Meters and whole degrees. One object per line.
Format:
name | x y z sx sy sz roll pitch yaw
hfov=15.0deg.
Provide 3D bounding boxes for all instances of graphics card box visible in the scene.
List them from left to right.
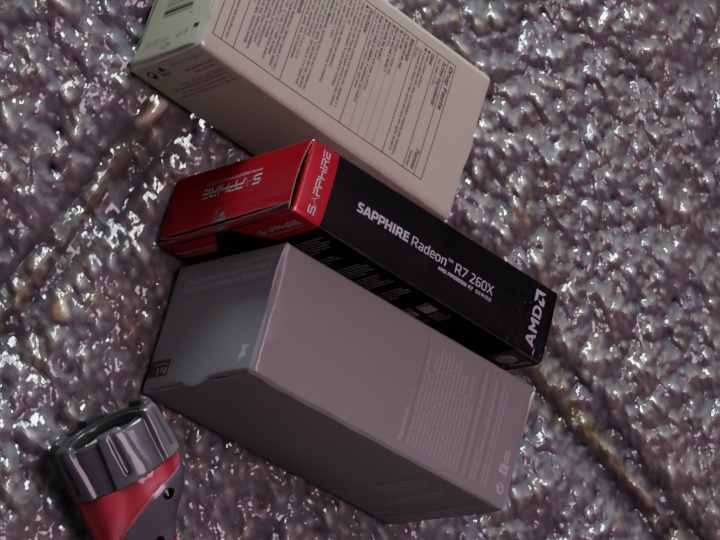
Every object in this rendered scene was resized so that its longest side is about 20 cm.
graphics card box | 0.000 0.000 1.554 0.200 0.125 0.051 32 61 -31

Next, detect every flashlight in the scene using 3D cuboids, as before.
flashlight | -0.096 0.169 1.478 0.068 0.068 0.201 -38 105 -42

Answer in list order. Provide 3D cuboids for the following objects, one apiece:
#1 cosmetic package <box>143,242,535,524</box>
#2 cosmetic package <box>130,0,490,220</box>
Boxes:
cosmetic package | -0.011 0.068 1.546 0.200 0.107 0.091 35 61 -33
cosmetic package | -0.026 -0.114 1.589 0.200 0.071 0.106 35 60 -31
